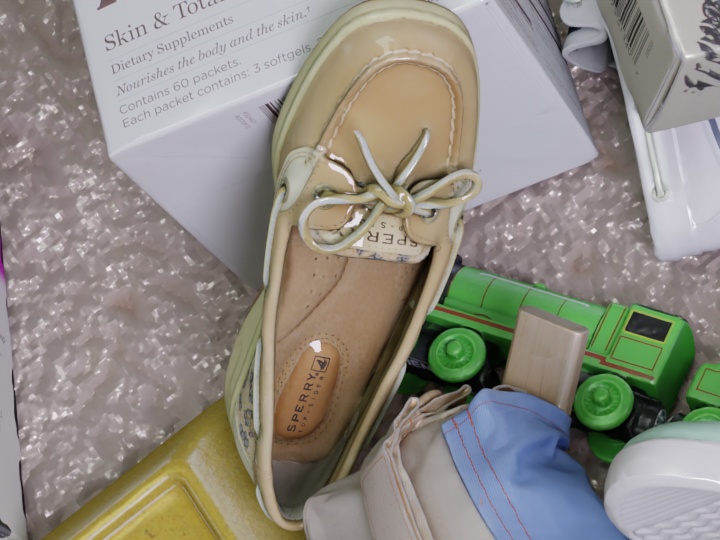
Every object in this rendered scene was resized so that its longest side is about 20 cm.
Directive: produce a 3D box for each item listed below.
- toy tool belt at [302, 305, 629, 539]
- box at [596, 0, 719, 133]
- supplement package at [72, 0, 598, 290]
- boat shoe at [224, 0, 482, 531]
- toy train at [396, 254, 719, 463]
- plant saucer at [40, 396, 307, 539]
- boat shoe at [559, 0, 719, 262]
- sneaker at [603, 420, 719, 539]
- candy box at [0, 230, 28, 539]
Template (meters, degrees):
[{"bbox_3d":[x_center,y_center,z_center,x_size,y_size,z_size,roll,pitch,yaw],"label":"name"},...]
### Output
[{"bbox_3d":[0.080,0.117,0.939,0.123,0.125,0.200,-46,62,12],"label":"toy tool belt"},{"bbox_3d":[0.186,-0.116,0.977,0.199,0.068,0.083,-15,72,-11],"label":"box"},{"bbox_3d":[-0.023,-0.128,1.054,0.151,0.151,0.201,-21,65,12],"label":"supplement package"},{"bbox_3d":[0.000,0.000,0.964,0.073,0.201,0.063,6,35,-12],"label":"boat shoe"},{"bbox_3d":[0.090,0.038,1.015,0.199,0.042,0.057,18,67,25],"label":"toy train"},{"bbox_3d":[-0.079,0.169,1.021,0.200,0.048,0.200,-39,62,4],"label":"plant saucer"},{"bbox_3d":[0.105,-0.099,1.039,0.066,0.074,0.201,-21,65,8],"label":"boat shoe"},{"bbox_3d":[0.163,0.040,0.927,0.199,0.074,0.119,4,64,-25],"label":"sneaker"},{"bbox_3d":[-0.192,0.005,1.075,0.061,0.136,0.201,-16,65,15],"label":"candy box"}]
